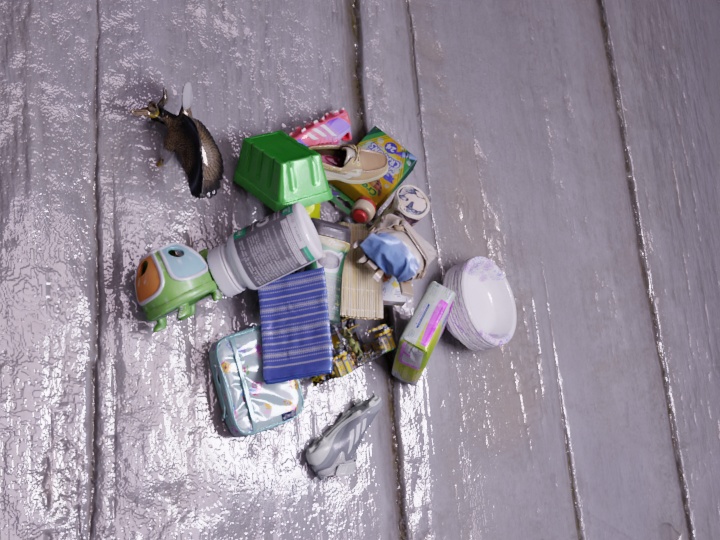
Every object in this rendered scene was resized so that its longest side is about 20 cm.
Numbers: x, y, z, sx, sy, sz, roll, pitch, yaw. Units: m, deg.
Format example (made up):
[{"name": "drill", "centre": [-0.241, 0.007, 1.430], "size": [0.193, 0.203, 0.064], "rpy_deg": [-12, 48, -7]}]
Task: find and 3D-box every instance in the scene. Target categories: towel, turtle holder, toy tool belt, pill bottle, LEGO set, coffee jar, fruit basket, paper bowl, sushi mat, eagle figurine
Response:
[{"name": "towel", "centre": [-0.125, 0.103, 1.535], "size": [0.024, 0.141, 0.205], "rpy_deg": [35, 47, -67]}, {"name": "turtle holder", "centre": [-0.328, 0.015, 1.514], "size": [0.183, 0.141, 0.134], "rpy_deg": [-27, 90, -27]}, {"name": "toy tool belt", "centre": [0.048, -0.045, 1.630], "size": [0.199, 0.125, 0.124], "rpy_deg": [38, 53, -8]}, {"name": "pill bottle", "centre": [-0.178, -0.035, 1.530], "size": [0.197, 0.113, 0.115], "rpy_deg": [-25, 90, 7]}, {"name": "LEGO set", "centre": [-0.034, 0.138, 1.646], "size": [0.198, 0.153, 0.118], "rpy_deg": [-23, 89, -34]}, {"name": "coffee jar", "centre": [-0.079, 0.003, 1.612], "size": [0.102, 0.085, 0.205], "rpy_deg": [13, 80, -24]}, {"name": "fruit basket", "centre": [-0.149, -0.158, 1.657], "size": [0.153, 0.215, 0.220], "rpy_deg": [-18, 86, -31]}, {"name": "paper bowl", "centre": [0.253, 0.079, 1.828], "size": [0.199, 0.103, 0.205], "rpy_deg": [24, 55, -40]}, {"name": "sushi mat", "centre": [0.000, 0.000, 1.679], "size": [0.093, 0.012, 0.205], "rpy_deg": [4, 71, -11]}, {"name": "eagle figurine", "centre": [-0.337, -0.242, 1.588], "size": [0.200, 0.151, 0.152], "rpy_deg": [43, 50, 0]}]

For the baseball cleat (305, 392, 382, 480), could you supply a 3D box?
[{"name": "baseball cleat", "centre": [-0.020, 0.342, 1.657], "size": [0.198, 0.069, 0.108], "rpy_deg": [-35, 102, -22]}]

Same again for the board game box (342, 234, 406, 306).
[{"name": "board game box", "centre": [-0.002, -0.003, 1.705], "size": [0.195, 0.034, 0.138], "rpy_deg": [5, 71, -10]}]

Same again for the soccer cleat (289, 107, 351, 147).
[{"name": "soccer cleat", "centre": [-0.081, -0.288, 1.754], "size": [0.200, 0.066, 0.078], "rpy_deg": [-40, 114, -49]}]

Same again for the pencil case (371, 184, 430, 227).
[{"name": "pencil case", "centre": [0.074, -0.108, 1.737], "size": [0.088, 0.200, 0.079], "rpy_deg": [-16, 75, -27]}]

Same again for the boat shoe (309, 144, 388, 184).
[{"name": "boat shoe", "centre": [-0.030, -0.229, 1.726], "size": [0.195, 0.067, 0.075], "rpy_deg": [-5, 63, -15]}]

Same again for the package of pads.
[{"name": "package of pads", "centre": [0.129, 0.139, 1.708], "size": [0.067, 0.201, 0.156], "rpy_deg": [25, 63, 10]}]

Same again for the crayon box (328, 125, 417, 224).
[{"name": "crayon box", "centre": [0.021, -0.209, 1.797], "size": [0.125, 0.052, 0.201], "rpy_deg": [37, 61, 7]}]

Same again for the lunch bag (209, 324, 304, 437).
[{"name": "lunch bag", "centre": [-0.202, 0.214, 1.571], "size": [0.158, 0.077, 0.204], "rpy_deg": [-14, 84, -32]}]

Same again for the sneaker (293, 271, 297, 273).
[{"name": "sneaker", "centre": [-0.160, -0.001, 1.651], "size": [0.086, 0.075, 0.204], "rpy_deg": [-15, 85, -31]}]

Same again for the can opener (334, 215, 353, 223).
[{"name": "can opener", "centre": [0.007, -0.023, 1.761], "size": [0.052, 0.066, 0.203], "rpy_deg": [-28, 87, -30]}]
